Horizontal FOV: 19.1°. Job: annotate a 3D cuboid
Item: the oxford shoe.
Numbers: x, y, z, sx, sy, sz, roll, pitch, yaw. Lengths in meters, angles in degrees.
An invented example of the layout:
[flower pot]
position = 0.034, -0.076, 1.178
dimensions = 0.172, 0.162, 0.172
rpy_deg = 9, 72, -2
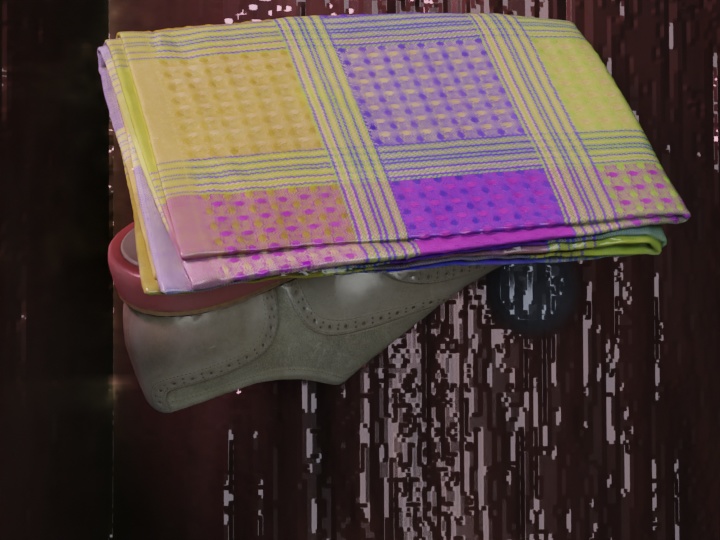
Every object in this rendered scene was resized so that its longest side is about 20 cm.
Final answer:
[oxford shoe]
position = 0.000, 0.000, 0.821
dimensions = 0.200, 0.070, 0.075
rpy_deg = -13, 121, -19

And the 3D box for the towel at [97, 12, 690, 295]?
[towel]
position = 0.006, -0.048, 0.795
dimensions = 0.200, 0.023, 0.144
rpy_deg = -6, 44, -15
